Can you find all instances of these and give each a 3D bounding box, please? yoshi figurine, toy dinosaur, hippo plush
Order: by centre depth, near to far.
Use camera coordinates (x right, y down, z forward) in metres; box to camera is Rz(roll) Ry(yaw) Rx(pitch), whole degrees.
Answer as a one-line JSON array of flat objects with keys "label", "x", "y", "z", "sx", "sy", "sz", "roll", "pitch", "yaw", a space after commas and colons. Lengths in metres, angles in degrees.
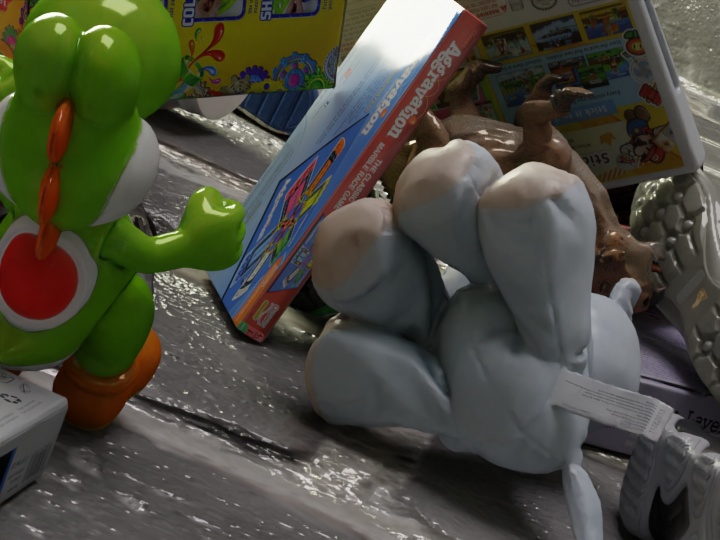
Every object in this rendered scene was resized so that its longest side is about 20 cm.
[{"label": "yoshi figurine", "x": -0.108, "y": -0.037, "z": 0.808, "sx": 0.111, "sy": 0.201, "sz": 0.112, "roll": -14, "pitch": 55, "yaw": -24}, {"label": "hippo plush", "x": 0.086, "y": 0.022, "z": 0.990, "sx": 0.199, "sy": 0.161, "sz": 0.160, "roll": 27, "pitch": 15, "yaw": 24}, {"label": "toy dinosaur", "x": 0.070, "y": -0.044, "z": 1.136, "sx": 0.198, "sy": 0.137, "sz": 0.086, "roll": 13, "pitch": 12, "yaw": 24}]

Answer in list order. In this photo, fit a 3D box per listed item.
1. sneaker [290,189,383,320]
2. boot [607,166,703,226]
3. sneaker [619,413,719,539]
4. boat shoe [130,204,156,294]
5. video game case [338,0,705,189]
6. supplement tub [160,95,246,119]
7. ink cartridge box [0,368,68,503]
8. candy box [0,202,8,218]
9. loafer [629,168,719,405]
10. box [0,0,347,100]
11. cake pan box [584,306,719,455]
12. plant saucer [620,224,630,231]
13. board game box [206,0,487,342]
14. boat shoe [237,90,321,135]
[{"label": "sneaker", "x": 0.000, "y": 0.000, "z": 1.157, "sx": 0.085, "sy": 0.078, "sz": 0.200, "roll": 36, "pitch": 12, "yaw": -11}, {"label": "boot", "x": 0.106, "y": -0.081, "z": 1.329, "sx": 0.210, "sy": 0.080, "sz": 0.157, "roll": 19, "pitch": 5, "yaw": 28}, {"label": "sneaker", "x": 0.193, "y": 0.125, "z": 0.933, "sx": 0.113, "sy": 0.076, "sz": 0.200, "roll": 17, "pitch": 12, "yaw": -10}, {"label": "boat shoe", "x": -0.134, "y": -0.013, "z": 0.997, "sx": 0.064, "sy": 0.074, "sz": 0.200, "roll": 29, "pitch": 15, "yaw": -15}, {"label": "video game case", "x": 0.080, "y": -0.123, "z": 1.183, "sx": 0.198, "sy": 0.183, "sz": 0.023, "roll": -10, "pitch": 24, "yaw": 31}, {"label": "supplement tub", "x": -0.169, "y": -0.206, "z": 1.494, "sx": 0.199, "sy": 0.147, "sz": 0.145, "roll": 26, "pitch": 14, "yaw": 18}, {"label": "ink cartridge box", "x": -0.215, "y": 0.032, "z": 0.749, "sx": 0.199, "sy": 0.040, "sz": 0.099, "roll": 25, "pitch": 14, "yaw": 9}, {"label": "candy box", "x": -0.245, "y": -0.092, "z": 1.102, "sx": 0.167, "sy": 0.072, "sz": 0.200, "roll": 26, "pitch": 15, "yaw": 19}, {"label": "loafer", "x": 0.207, "y": 0.013, "z": 1.153, "sx": 0.069, "sy": 0.070, "sz": 0.201, "roll": 23, "pitch": 35, "yaw": -33}, {"label": "box", "x": -0.136, "y": -0.180, "z": 1.102, "sx": 0.191, "sy": 0.123, "sz": 0.200, "roll": -8, "pitch": 28, "yaw": -35}, {"label": "cake pan box", "x": 0.169, "y": 0.060, "z": 1.205, "sx": 0.198, "sy": 0.053, "sz": 0.184, "roll": 15, "pitch": 13, "yaw": -26}, {"label": "plant saucer", "x": 0.142, "y": -0.013, "z": 1.320, "sx": 0.198, "sy": 0.037, "sz": 0.200, "roll": 13, "pitch": 0, "yaw": 29}, {"label": "board game box", "x": -0.012, "y": -0.064, "z": 1.084, "sx": 0.019, "sy": 0.201, "sz": 0.103, "roll": 33, "pitch": 8, "yaw": -23}, {"label": "boat shoe", "x": -0.094, "y": -0.164, "z": 1.631, "sx": 0.200, "sy": 0.073, "sz": 0.072, "roll": 40, "pitch": 16, "yaw": 26}]
